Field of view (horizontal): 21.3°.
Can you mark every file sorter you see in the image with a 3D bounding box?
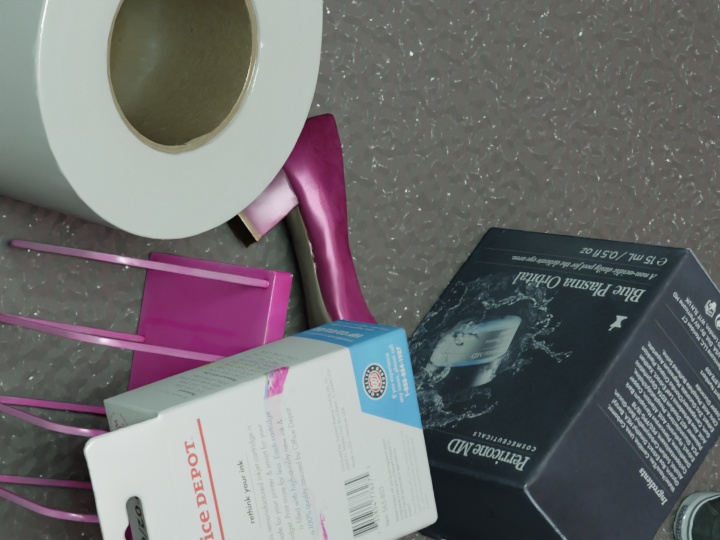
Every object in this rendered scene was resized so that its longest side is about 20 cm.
[{"bbox_3d":[-0.143,0.087,1.095,0.125,0.139,0.201,10,89,-37],"label":"file sorter"}]

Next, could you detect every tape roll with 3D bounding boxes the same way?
[{"bbox_3d":[-0.139,-0.128,1.053,0.202,0.139,0.204,-16,113,-44],"label":"tape roll"}]

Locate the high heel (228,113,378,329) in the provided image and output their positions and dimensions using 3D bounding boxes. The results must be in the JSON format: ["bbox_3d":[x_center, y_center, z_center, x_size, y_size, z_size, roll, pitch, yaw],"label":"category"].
[{"bbox_3d":[0.000,0.000,1.222,0.096,0.067,0.200,-39,104,-17],"label":"high heel"}]

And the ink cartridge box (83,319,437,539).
[{"bbox_3d":[-0.063,0.109,1.028,0.199,0.068,0.116,-17,103,-32],"label":"ink cartridge box"}]

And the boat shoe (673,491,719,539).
[{"bbox_3d":[0.337,0.207,1.535,0.199,0.056,0.069,1,95,-38],"label":"boat shoe"}]

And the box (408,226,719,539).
[{"bbox_3d":[0.126,0.085,1.267,0.118,0.196,0.200,49,66,-30],"label":"box"}]
